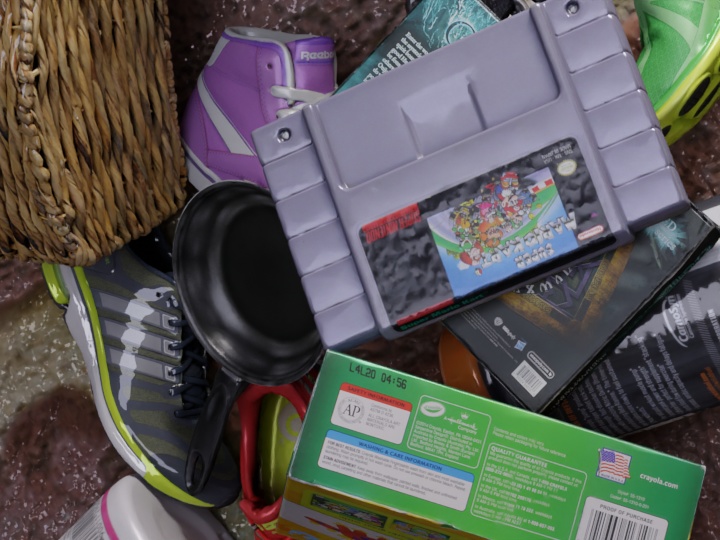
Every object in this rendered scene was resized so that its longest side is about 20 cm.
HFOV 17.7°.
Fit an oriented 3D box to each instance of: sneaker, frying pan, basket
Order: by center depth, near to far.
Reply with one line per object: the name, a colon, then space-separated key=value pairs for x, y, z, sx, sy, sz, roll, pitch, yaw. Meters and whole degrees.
sneaker: x=0.176 y=-0.155 z=1.245 sx=0.083 sy=0.074 sz=0.201 roll=22 pitch=88 yaw=17
frying pan: x=-0.053 y=0.042 z=1.260 sx=0.114 sy=0.031 sz=0.191 roll=11 pitch=113 yaw=38
basket: x=-0.199 y=-0.109 z=1.277 sx=0.148 sy=0.143 sz=0.201 roll=9 pitch=116 yaw=28
sneaker: x=-0.027 y=-0.065 z=1.284 sx=0.200 sy=0.072 sz=0.115 roll=40 pitch=121 yaw=31
sneaker: x=-0.040 y=0.147 z=1.314 sx=0.077 sy=0.085 sz=0.201 roll=-12 pitch=85 yaw=21
sneaker: x=-0.117 y=0.044 z=1.347 sx=0.081 sy=0.074 sz=0.201 roll=-31 pitch=80 yaw=25

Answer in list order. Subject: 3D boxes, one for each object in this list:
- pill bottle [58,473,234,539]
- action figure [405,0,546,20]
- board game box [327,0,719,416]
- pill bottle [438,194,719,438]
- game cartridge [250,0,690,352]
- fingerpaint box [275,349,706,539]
pill bottle: x=-0.163 y=0.223 z=1.345 sx=0.200 sy=0.113 sz=0.113 roll=-44 pitch=75 yaw=15
action figure: x=0.079 y=-0.111 z=1.265 sx=0.118 sy=0.102 sz=0.201 roll=-13 pitch=78 yaw=26
board game box: x=0.070 y=-0.040 z=1.192 sx=0.135 sy=0.028 sz=0.200 roll=-46 pitch=73 yaw=7
pill bottle: x=0.143 y=0.033 z=1.234 sx=0.199 sy=0.106 sz=0.107 roll=-20 pitch=83 yaw=19
game cartridge: x=0.054 y=-0.049 z=1.167 sx=0.199 sy=0.038 sz=0.130 roll=-23 pitch=72 yaw=13
fingerpaint box: x=0.062 y=0.119 z=1.199 sx=0.199 sy=0.167 sz=0.074 roll=17 pitch=73 yaw=1
